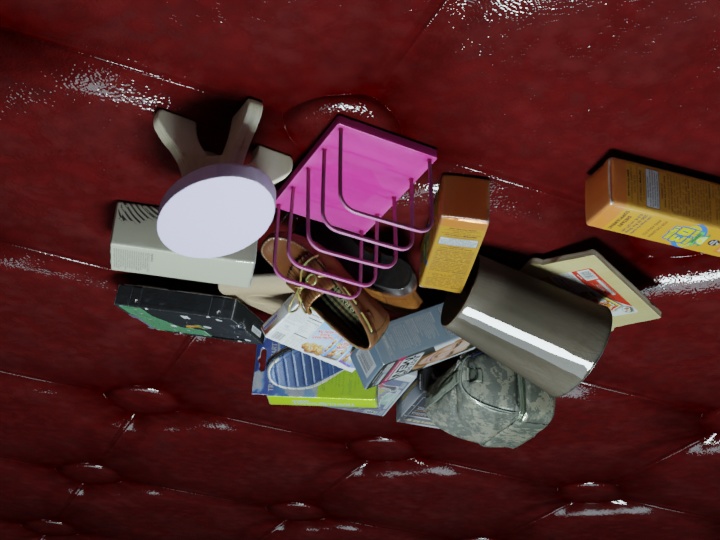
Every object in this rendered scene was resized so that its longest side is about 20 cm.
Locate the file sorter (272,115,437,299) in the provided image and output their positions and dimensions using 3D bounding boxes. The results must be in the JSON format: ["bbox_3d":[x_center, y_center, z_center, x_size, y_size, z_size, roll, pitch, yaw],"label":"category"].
[{"bbox_3d":[-0.012,-0.067,1.516,0.137,0.127,0.200,16,147,-23],"label":"file sorter"}]

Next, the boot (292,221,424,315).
[{"bbox_3d":[0.000,0.000,1.737,0.185,0.070,0.200,14,170,9],"label":"boot"}]

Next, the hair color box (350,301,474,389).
[{"bbox_3d":[0.092,0.102,1.810,0.197,0.061,0.099,-19,161,-25],"label":"hair color box"}]

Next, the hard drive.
[{"bbox_3d":[-0.255,0.066,1.854,0.197,0.038,0.140,5,162,19],"label":"hard drive"}]

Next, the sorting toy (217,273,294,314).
[{"bbox_3d":[-0.084,0.040,1.799,0.182,0.037,0.200,-2,160,28],"label":"sorting toy"}]

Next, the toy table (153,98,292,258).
[{"bbox_3d":[-0.171,-0.111,1.475,0.182,0.119,0.199,25,145,-34],"label":"toy table"}]

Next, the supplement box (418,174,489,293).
[{"bbox_3d":[0.122,-0.045,1.618,0.067,0.068,0.201,5,152,-2],"label":"supplement box"}]

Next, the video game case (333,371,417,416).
[{"bbox_3d":[-0.015,0.200,2.142,0.179,0.023,0.200,11,152,-12],"label":"video game case"}]

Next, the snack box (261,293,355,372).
[{"bbox_3d":[-0.053,0.094,1.789,0.072,0.024,0.199,-45,139,17],"label":"snack box"}]

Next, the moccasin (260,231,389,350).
[{"bbox_3d":[-0.053,0.028,1.607,0.202,0.078,0.074,47,124,-2],"label":"moccasin"}]

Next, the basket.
[{"bbox_3d":[0.223,0.072,1.725,0.198,0.138,0.180,27,152,-10],"label":"basket"}]

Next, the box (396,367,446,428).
[{"bbox_3d":[0.178,0.234,2.154,0.197,0.049,0.159,11,152,-12],"label":"box"}]

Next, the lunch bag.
[{"bbox_3d":[0.205,0.198,1.977,0.165,0.142,0.200,5,158,-16],"label":"lunch bag"}]

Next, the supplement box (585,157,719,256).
[{"bbox_3d":[0.379,-0.077,1.510,0.197,0.070,0.067,10,154,-16],"label":"supplement box"}]

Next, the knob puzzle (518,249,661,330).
[{"bbox_3d":[0.306,0.029,1.767,0.216,0.031,0.221,13,152,7],"label":"knob puzzle"}]

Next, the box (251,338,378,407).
[{"bbox_3d":[-0.069,0.153,1.953,0.196,0.124,0.048,2,155,4],"label":"box"}]

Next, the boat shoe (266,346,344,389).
[{"bbox_3d":[-0.065,0.128,1.889,0.197,0.073,0.072,-14,-155,-29],"label":"boat shoe"}]

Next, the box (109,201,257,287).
[{"bbox_3d":[-0.241,-0.034,1.681,0.196,0.069,0.082,8,153,-9],"label":"box"}]
